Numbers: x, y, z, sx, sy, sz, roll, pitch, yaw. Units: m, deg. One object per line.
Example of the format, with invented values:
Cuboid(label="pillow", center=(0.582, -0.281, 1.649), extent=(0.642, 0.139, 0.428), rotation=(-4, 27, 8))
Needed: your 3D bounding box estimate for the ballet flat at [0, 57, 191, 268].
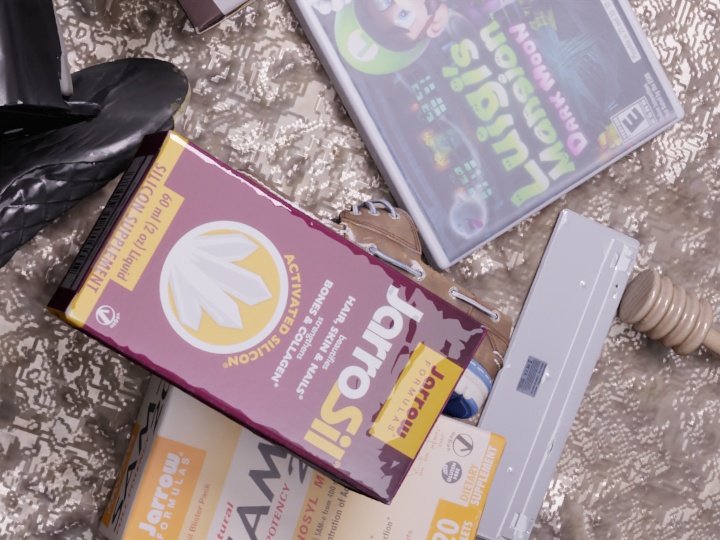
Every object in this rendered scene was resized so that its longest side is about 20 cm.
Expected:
Cuboid(label="ballet flat", center=(-0.178, -0.052, 1.219), extent=(0.199, 0.057, 0.067), rotation=(-36, 67, -15))

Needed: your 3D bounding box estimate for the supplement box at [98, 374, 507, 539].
Cuboid(label="supplement box", center=(-0.033, 0.121, 1.252), extent=(0.199, 0.073, 0.127), rotation=(19, 87, -16))

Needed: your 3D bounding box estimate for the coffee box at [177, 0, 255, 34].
Cuboid(label="coffee box", center=(-0.105, -0.236, 1.180), extent=(0.079, 0.113, 0.201), rotation=(-31, 102, 4))

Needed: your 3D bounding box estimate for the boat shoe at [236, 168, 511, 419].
Cuboid(label="boat shoe", center=(0.000, 0.000, 1.263), extent=(0.200, 0.072, 0.073), rotation=(39, 67, -14))

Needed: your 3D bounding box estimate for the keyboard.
Cuboid(label="keyboard", center=(0.109, 0.066, 1.326), extent=(0.056, 0.011, 0.201), rotation=(22, 87, -12))

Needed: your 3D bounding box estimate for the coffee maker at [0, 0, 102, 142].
Cuboid(label="coffee maker", center=(-0.214, -0.168, 1.107), extent=(0.134, 0.192, 0.202), rotation=(-11, 88, -5))

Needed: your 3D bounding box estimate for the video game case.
Cuboid(label="video game case", center=(0.072, -0.132, 1.294), extent=(0.181, 0.023, 0.201), rotation=(-32, 102, -12))

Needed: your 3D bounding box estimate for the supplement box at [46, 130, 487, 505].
Cuboid(label="supplement box", center=(-0.050, 0.025, 1.160), extent=(0.199, 0.086, 0.111), rotation=(31, 84, -13))

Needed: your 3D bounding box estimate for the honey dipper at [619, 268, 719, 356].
Cuboid(label="honey dipper", center=(0.247, 0.060, 1.354), extent=(0.199, 0.038, 0.038), rotation=(29, 85, -19))
